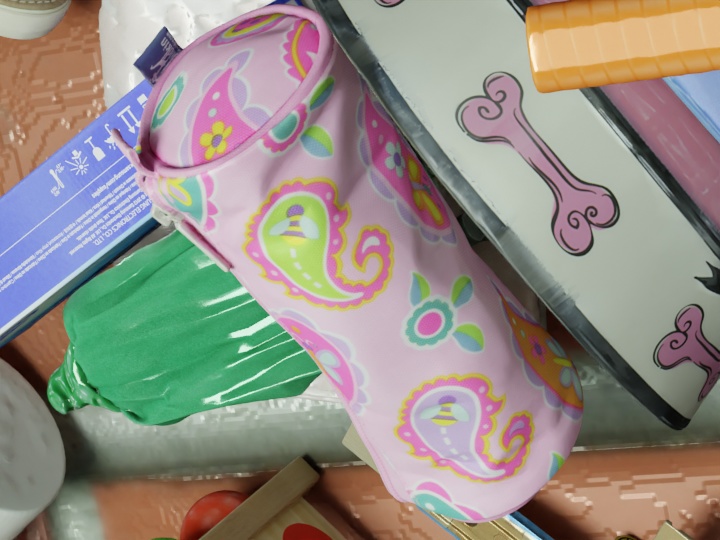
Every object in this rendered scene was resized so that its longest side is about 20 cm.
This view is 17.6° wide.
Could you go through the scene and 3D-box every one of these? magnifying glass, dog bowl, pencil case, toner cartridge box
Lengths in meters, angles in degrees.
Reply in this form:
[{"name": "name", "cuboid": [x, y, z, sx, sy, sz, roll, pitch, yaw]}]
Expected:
[{"name": "magnifying glass", "cuboid": [0.145, -0.074, 0.635, 0.200, 0.022, 0.080, -7, 98, 12]}, {"name": "dog bowl", "cuboid": [0.071, -0.046, 0.774, 0.074, 0.200, 0.200, -40, 87, 9]}, {"name": "pencil case", "cuboid": [0.000, 0.000, 0.800, 0.087, 0.087, 0.200, -18, 129, 28]}, {"name": "toner cartridge box", "cuboid": [-0.102, -0.027, 0.900, 0.200, 0.095, 0.043, -35, 91, 30]}]

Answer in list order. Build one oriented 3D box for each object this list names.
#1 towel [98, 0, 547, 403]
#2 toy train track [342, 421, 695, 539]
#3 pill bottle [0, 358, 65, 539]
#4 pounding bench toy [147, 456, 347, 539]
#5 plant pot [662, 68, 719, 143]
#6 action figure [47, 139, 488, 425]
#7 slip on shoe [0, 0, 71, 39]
[{"name": "towel", "cuboid": [-0.016, -0.044, 0.927, 0.191, 0.032, 0.200, 7, 109, 22]}, {"name": "toy train track", "cuboid": [0.080, 0.116, 0.935, 0.200, 0.033, 0.115, 37, 125, 17]}, {"name": "pill bottle", "cuboid": [-0.226, 0.121, 1.030, 0.200, 0.110, 0.110, -41, 86, 29]}, {"name": "pounding bench toy", "cuboid": [-0.057, 0.187, 0.921, 0.156, 0.200, 0.124, 44, 119, 6]}, {"name": "plant pot", "cuboid": [0.165, -0.142, 0.725, 0.180, 0.200, 0.200, -41, 88, 22]}, {"name": "action figure", "cuboid": [-0.046, 0.010, 0.906, 0.200, 0.055, 0.118, -26, 105, 24]}, {"name": "slip on shoe", "cuboid": [-0.180, -0.184, 0.938, 0.061, 0.076, 0.200, -42, 78, 35]}]
